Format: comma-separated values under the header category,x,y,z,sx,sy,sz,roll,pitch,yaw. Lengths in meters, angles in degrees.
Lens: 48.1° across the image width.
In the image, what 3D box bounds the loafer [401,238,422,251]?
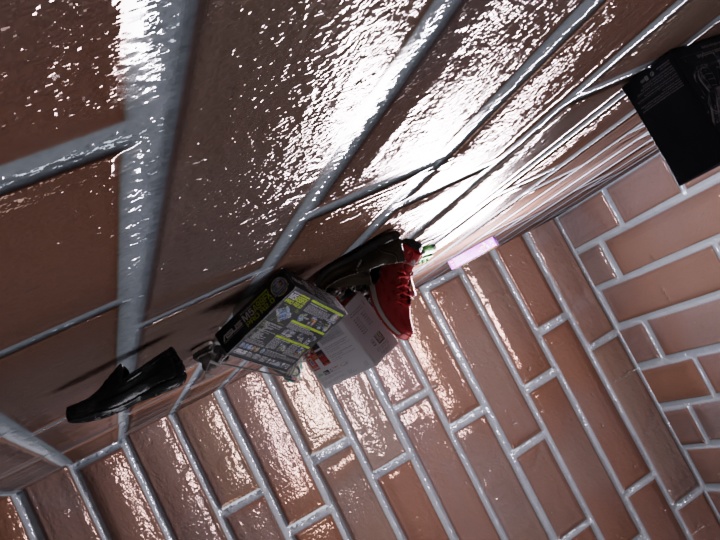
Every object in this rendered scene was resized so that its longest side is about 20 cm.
category,x,y,z,sx,sy,sz,roll,pitch,yaw
loafer,0.054,-0.003,1.753,0.200,0.069,0.070,-36,163,32

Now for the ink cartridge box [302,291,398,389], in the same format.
category,x,y,z,sx,sy,sz,roll,pitch,yaw
ink cartridge box,-0.050,0.126,1.629,0.084,0.176,0.200,-41,-174,-39

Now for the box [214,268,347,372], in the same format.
category,x,y,z,sx,sy,sz,roll,pitch,yaw
box,-0.128,0.090,1.358,0.160,0.044,0.200,-44,153,8

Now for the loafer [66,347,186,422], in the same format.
category,x,y,z,sx,sy,sz,roll,pitch,yaw
loafer,-0.384,0.188,1.312,0.199,0.071,0.068,-23,174,-10

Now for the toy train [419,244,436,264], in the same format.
category,x,y,z,sx,sy,sz,roll,pitch,yaw
toy train,0.137,-0.038,1.997,0.056,0.042,0.200,-43,168,26

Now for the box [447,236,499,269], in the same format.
category,x,y,z,sx,sy,sz,roll,pitch,yaw
box,0.445,-0.067,3.156,0.199,0.039,0.137,-30,173,14

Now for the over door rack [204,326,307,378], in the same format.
category,x,y,z,sx,sy,sz,roll,pitch,yaw
over door rack,-0.204,0.155,1.616,0.198,0.067,0.148,4,144,-17

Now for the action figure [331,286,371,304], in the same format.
category,x,y,z,sx,sy,sz,roll,pitch,yaw
action figure,-0.031,0.063,1.711,0.199,0.120,0.102,-23,-166,26

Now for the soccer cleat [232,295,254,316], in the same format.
category,x,y,z,sx,sy,sz,roll,pitch,yaw
soccer cleat,-0.156,0.067,1.431,0.199,0.077,0.070,-1,119,-48

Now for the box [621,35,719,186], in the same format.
category,x,y,z,sx,sy,sz,roll,pitch,yaw
box,0.545,-0.257,1.271,0.199,0.183,0.104,-24,173,-37

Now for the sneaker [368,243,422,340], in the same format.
category,x,y,z,sx,sy,sz,roll,pitch,yaw
sneaker,0.076,0.024,1.538,0.115,0.201,0.078,-36,156,22

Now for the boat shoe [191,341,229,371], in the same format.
category,x,y,z,sx,sy,sz,roll,pitch,yaw
boat shoe,-0.319,0.190,1.751,0.066,0.057,0.200,-28,174,1

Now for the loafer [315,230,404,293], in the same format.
category,x,y,z,sx,sy,sz,roll,pitch,yaw
loafer,0.000,0.000,1.514,0.199,0.072,0.073,-31,173,28

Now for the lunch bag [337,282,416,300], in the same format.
category,x,y,z,sx,sy,sz,roll,pitch,yaw
lunch bag,0.031,0.060,2.010,0.198,0.083,0.176,-19,-177,-9

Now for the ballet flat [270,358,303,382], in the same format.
category,x,y,z,sx,sy,sz,roll,pitch,yaw
ballet flat,-0.201,0.175,1.761,0.064,0.199,0.076,-64,157,1
